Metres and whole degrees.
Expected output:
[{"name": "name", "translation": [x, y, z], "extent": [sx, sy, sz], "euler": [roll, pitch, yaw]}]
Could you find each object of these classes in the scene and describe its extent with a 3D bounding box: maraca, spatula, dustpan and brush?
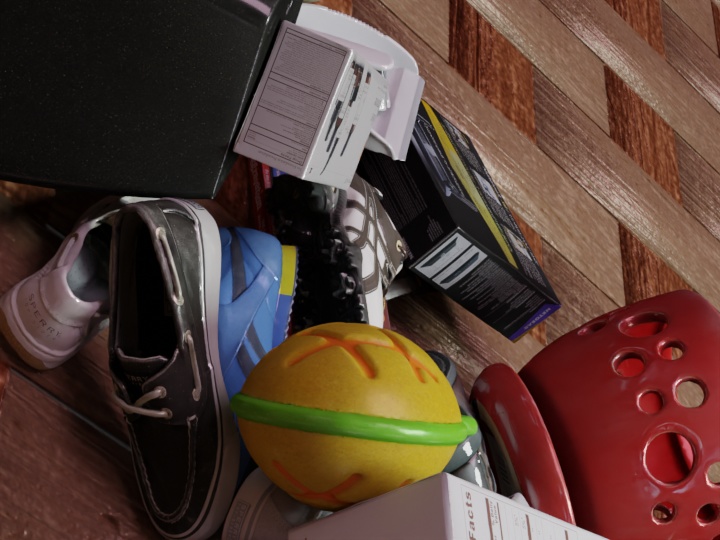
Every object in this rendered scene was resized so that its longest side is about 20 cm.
[{"name": "maraca", "translation": [-0.001, 0.085, 1.098], "extent": [0.200, 0.136, 0.108], "euler": [10, 90, -74]}, {"name": "spatula", "translation": [0.024, 0.016, 1.416], "extent": [0.199, 0.021, 0.057], "euler": [-14, 71, -50]}, {"name": "dustpan and brush", "translation": [-0.044, -0.167, 1.378], "extent": [0.198, 0.058, 0.140], "euler": [20, 34, -3]}]

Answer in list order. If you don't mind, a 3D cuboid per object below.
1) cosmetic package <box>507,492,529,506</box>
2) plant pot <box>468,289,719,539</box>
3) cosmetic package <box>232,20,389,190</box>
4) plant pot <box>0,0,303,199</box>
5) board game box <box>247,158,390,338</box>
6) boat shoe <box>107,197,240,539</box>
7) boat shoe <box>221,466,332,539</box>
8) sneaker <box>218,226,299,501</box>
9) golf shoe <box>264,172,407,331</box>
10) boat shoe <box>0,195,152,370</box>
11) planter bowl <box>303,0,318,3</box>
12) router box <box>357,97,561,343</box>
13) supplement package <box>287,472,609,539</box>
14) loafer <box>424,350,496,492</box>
[{"name": "cosmetic package", "translation": [0.112, 0.263, 1.249], "extent": [0.201, 0.101, 0.074], "euler": [55, 30, -1]}, {"name": "plant pot", "translation": [0.181, 0.132, 1.348], "extent": [0.200, 0.180, 0.203], "euler": [164, -90, -82]}, {"name": "cosmetic package", "translation": [-0.026, -0.098, 1.174], "extent": [0.050, 0.083, 0.200], "euler": [24, 4, 6]}, {"name": "plant pot", "translation": [-0.133, -0.156, 1.125], "extent": [0.176, 0.201, 0.200], "euler": [23, 35, 1]}, {"name": "board game box", "translation": [-0.028, -0.007, 1.348], "extent": [0.102, 0.019, 0.201], "euler": [23, 41, -32]}, {"name": "boat shoe", "translation": [-0.118, 0.060, 1.086], "extent": [0.063, 0.070, 0.203], "euler": [-6, 92, -60]}, {"name": "boat shoe", "translation": [-0.015, 0.140, 1.171], "extent": [0.068, 0.073, 0.200], "euler": [24, 11, 18]}, {"name": "sneaker", "translation": [-0.087, 0.057, 1.202], "extent": [0.078, 0.066, 0.202], "euler": [15, 51, -15]}, {"name": "golf shoe", "translation": [0.000, 0.000, 1.285], "extent": [0.094, 0.078, 0.202], "euler": [16, 45, -33]}, {"name": "boat shoe", "translation": [-0.146, -0.007, 1.153], "extent": [0.071, 0.069, 0.200], "euler": [50, 30, -9]}, {"name": "planter bowl", "translation": [-0.078, -0.284, 1.447], "extent": [0.200, 0.134, 0.202], "euler": [35, 37, -32]}, {"name": "router box", "translation": [0.062, -0.057, 1.462], "extent": [0.157, 0.052, 0.201], "euler": [34, 24, -47]}, {"name": "supplement package", "translation": [0.066, 0.207, 1.073], "extent": [0.199, 0.116, 0.119], "euler": [26, 50, -45]}, {"name": "loafer", "translation": [0.052, 0.115, 1.295], "extent": [0.063, 0.071, 0.200], "euler": [59, 3, -16]}]
